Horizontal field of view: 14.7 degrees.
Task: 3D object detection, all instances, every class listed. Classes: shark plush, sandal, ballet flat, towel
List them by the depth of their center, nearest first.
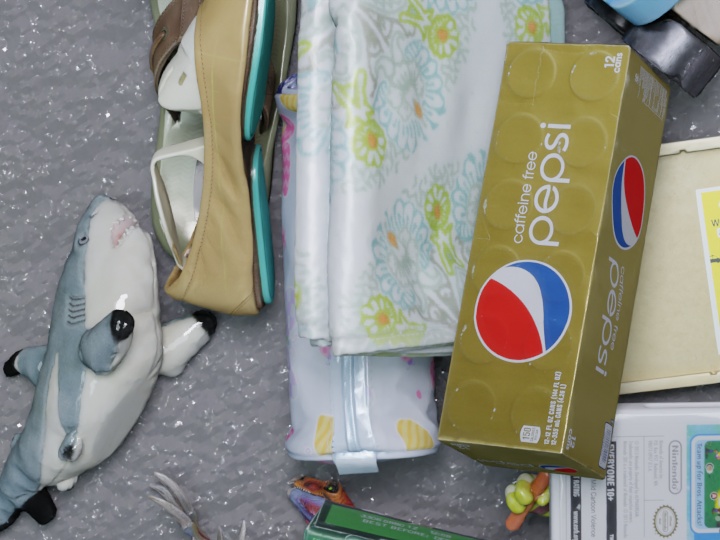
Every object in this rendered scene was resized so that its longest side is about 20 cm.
[{"bbox_3d":[0.036,-0.056,1.361,0.048,0.171,0.202,1,90,38],"label":"towel"},{"bbox_3d":[-0.074,-0.068,1.388,0.063,0.069,0.201,3,114,4],"label":"ballet flat"},{"bbox_3d":[-0.075,-0.101,1.441,0.079,0.057,0.203,0,93,9],"label":"sandal"},{"bbox_3d":[-0.154,0.063,1.478,0.083,0.091,0.201,39,119,24],"label":"shark plush"}]

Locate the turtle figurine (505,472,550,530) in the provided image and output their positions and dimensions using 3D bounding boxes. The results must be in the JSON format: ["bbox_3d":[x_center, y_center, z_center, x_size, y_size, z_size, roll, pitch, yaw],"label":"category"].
[{"bbox_3d":[0.138,0.144,1.419,0.198,0.064,0.163,4,101,0],"label":"turtle figurine"}]

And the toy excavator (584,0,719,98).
[{"bbox_3d":[0.105,-0.201,1.381,0.200,0.195,0.100,36,98,-23],"label":"toy excavator"}]

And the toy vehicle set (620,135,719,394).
[{"bbox_3d":[0.204,-0.008,1.420,0.198,0.027,0.125,-7,92,9],"label":"toy vehicle set"}]

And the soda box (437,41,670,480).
[{"bbox_3d":[0.094,-0.006,1.339,0.067,0.064,0.201,5,77,27],"label":"soda box"}]

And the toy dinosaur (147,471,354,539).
[{"bbox_3d":[-0.085,0.178,1.468,0.180,0.105,0.201,-7,129,-4],"label":"toy dinosaur"}]

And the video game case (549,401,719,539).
[{"bbox_3d":[0.184,0.164,1.378,0.181,0.024,0.202,-1,100,0],"label":"video game case"}]

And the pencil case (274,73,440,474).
[{"bbox_3d":[0.000,0.000,1.419,0.082,0.091,0.202,-2,94,-10],"label":"pencil case"}]

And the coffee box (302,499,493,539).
[{"bbox_3d":[0.015,0.225,1.403,0.122,0.044,0.201,12,109,8],"label":"coffee box"}]
